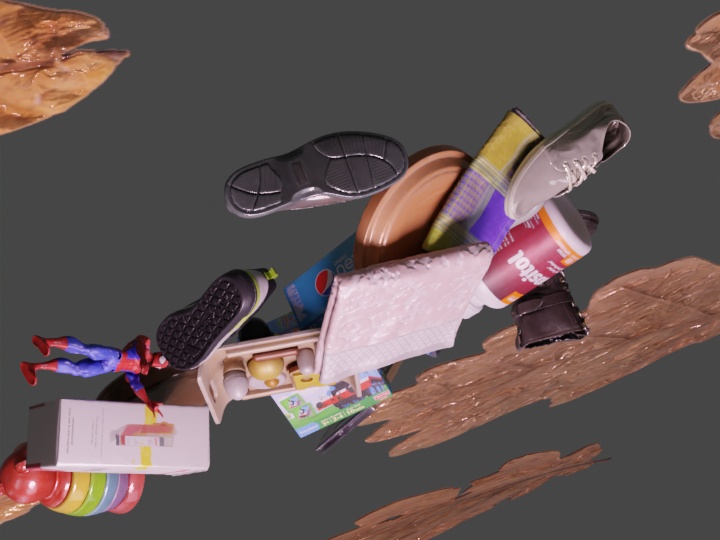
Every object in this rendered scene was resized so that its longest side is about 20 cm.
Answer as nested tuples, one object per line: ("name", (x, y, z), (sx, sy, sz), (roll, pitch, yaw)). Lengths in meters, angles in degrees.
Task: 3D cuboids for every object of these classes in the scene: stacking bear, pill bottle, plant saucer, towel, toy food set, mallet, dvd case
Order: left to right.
("stacking bear", (-0.405, 0.280, 1.691), (0.121, 0.115, 0.199), (-38, 150, 29))
("plant saucer", (-0.267, 0.167, 1.683), (0.198, 0.030, 0.201), (-22, 159, -9))
("toy food set", (-0.099, 0.142, 1.560), (0.197, 0.061, 0.144), (-9, 149, 0))
("mallet", (-0.065, 0.095, 1.606), (0.197, 0.042, 0.066), (10, 177, -13))
("dvd case", (0.013, 0.180, 1.872), (0.149, 0.016, 0.201), (-44, -171, 41))
("towel", (0.047, 0.050, 1.443), (0.197, 0.032, 0.192), (-14, 145, -24))
("plant saucer", (0.076, -0.048, 1.439), (0.199, 0.032, 0.203), (-27, 134, -32))
("towel", (0.156, -0.085, 1.450), (0.201, 0.023, 0.143), (-55, 145, -1))
("pill bottle", (0.200, -0.022, 1.643), (0.199, 0.114, 0.112), (-35, 156, 22))

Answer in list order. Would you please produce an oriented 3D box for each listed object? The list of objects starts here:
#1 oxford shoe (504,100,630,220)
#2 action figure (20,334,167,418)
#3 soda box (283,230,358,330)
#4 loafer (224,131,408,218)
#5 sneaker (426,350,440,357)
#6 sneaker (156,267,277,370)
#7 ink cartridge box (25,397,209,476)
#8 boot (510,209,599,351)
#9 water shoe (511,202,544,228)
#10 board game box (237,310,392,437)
("oxford shoe", (0.247, -0.128, 1.453), (0.199, 0.058, 0.076), (-39, 145, -19))
("action figure", (-0.293, 0.123, 1.461), (0.199, 0.099, 0.066), (1, 126, -53))
("soda box", (0.000, 0.000, 1.546), (0.199, 0.065, 0.067), (-36, 155, 26))
("loafer", (-0.049, -0.099, 1.292), (0.197, 0.073, 0.063), (-13, 176, -12))
("sneaker", (0.062, 0.044, 1.662), (0.077, 0.067, 0.201), (0, 142, 22))
("sneaker", (-0.167, 0.057, 1.485), (0.199, 0.072, 0.082), (-34, 173, 38))
("ink cartridge box", (-0.307, 0.212, 1.553), (0.197, 0.085, 0.145), (8, 166, -30))
("boot", (0.278, 0.018, 1.734), (0.197, 0.176, 0.069), (-19, 158, -13))
("water shoe", (0.146, -0.067, 1.569), (0.200, 0.072, 0.078), (-42, 135, 22))
("board game box", (-0.060, 0.133, 1.697), (0.150, 0.037, 0.201), (-25, 130, 7))
